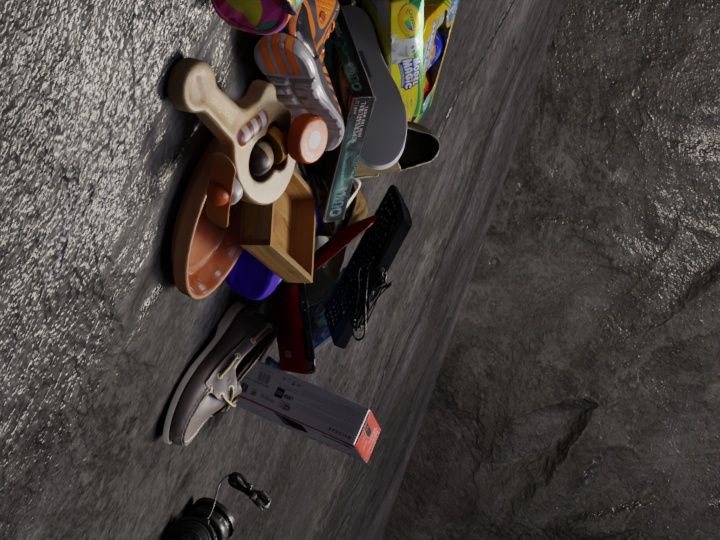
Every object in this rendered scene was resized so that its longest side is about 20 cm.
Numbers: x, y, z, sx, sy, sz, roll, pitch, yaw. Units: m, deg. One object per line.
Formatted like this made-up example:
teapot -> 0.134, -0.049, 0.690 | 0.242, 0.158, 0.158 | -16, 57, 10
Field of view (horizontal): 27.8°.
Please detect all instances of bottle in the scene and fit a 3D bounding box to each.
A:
bottle -> -0.089, -0.043, 1.687 | 0.200, 0.065, 0.084 | -52, 167, -56

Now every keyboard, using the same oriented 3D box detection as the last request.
keyboard -> 0.000, 0.000, 1.728 | 0.201, 0.039, 0.104 | -63, -147, 28

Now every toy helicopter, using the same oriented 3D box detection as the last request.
toy helicopter -> -0.120, -0.121, 1.323 | 0.133, 0.078, 0.200 | -63, 147, -12

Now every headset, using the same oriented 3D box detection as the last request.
headset -> -0.195, 0.347, 1.879 | 0.201, 0.094, 0.123 | -59, 173, 19

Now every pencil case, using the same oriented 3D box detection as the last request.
pencil case -> -0.060, -0.293, 1.295 | 0.089, 0.088, 0.201 | 101, 14, -48

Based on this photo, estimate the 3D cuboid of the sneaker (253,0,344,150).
sneaker -> -0.047, -0.210, 1.458 | 0.200, 0.077, 0.113 | 77, 25, -60

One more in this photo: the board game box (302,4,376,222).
board game box -> -0.031, -0.167, 1.572 | 0.201, 0.028, 0.136 | 106, -29, -51

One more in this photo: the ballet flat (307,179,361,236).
ballet flat -> -0.025, -0.135, 1.819 | 0.068, 0.067, 0.201 | -39, 150, -68

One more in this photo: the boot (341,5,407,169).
boot -> 0.006, -0.193, 1.639 | 0.096, 0.073, 0.202 | 91, -13, -70

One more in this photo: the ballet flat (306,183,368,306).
ballet flat -> -0.045, -0.046, 1.934 | 0.201, 0.067, 0.073 | -60, 147, -36

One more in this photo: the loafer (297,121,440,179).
loafer -> 0.014, -0.151, 1.755 | 0.199, 0.067, 0.077 | -14, 100, -34

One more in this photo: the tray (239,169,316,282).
tray -> -0.084, -0.054, 1.510 | 0.200, 0.037, 0.100 | 46, 46, -75

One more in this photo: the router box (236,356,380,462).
router box -> -0.078, 0.171, 1.817 | 0.180, 0.199, 0.049 | 69, 44, -74

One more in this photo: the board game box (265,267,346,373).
board game box -> -0.045, 0.043, 1.940 | 0.200, 0.026, 0.201 | -39, -164, 44

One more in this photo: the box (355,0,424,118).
box -> 0.033, -0.263, 1.664 | 0.201, 0.048, 0.118 | 91, -21, -48

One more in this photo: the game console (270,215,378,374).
game console -> -0.040, 0.032, 1.765 | 0.200, 0.118, 0.174 | 165, -83, -79

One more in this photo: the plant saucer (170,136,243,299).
plant saucer -> -0.141, -0.069, 1.474 | 0.200, 0.032, 0.202 | 23, 90, -78

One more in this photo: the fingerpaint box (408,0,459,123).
fingerpaint box -> 0.062, -0.281, 1.929 | 0.167, 0.073, 0.201 | -52, 161, -55

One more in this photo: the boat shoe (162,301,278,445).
boat shoe -> -0.162, 0.125, 1.684 | 0.072, 0.059, 0.201 | 100, 17, -52
